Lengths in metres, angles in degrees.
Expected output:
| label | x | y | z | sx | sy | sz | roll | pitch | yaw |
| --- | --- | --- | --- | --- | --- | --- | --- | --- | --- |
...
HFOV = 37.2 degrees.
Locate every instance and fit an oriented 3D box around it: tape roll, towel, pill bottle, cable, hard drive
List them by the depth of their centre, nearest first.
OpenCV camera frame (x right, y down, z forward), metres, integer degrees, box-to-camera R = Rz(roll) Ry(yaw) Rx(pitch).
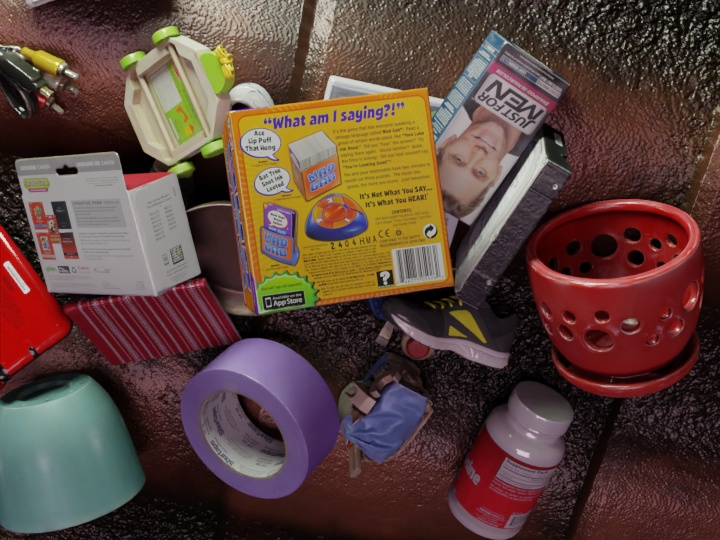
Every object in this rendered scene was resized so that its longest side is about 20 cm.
| label | x | y | z | sx | sy | sz | roll | pitch | yaw |
| --- | --- | --- | --- | --- | --- | --- | --- | --- | --- |
| hard drive | 0.176 | -0.066 | 1.263 | 0.038 | 0.140 | 0.200 | 28 | 116 | -7 |
| cable | -0.435 | -0.263 | 1.303 | 0.200 | 0.050 | 0.097 | 41 | 131 | 0 |
| towel | -0.272 | 0.067 | 1.410 | 0.200 | 0.023 | 0.145 | -10 | 143 | 11 |
| tape roll | -0.134 | 0.196 | 1.416 | 0.200 | 0.085 | 0.200 | 16 | 124 | 25 |
| pill bottle | 0.203 | 0.251 | 1.428 | 0.112 | 0.112 | 0.200 | 22 | 116 | -4 |

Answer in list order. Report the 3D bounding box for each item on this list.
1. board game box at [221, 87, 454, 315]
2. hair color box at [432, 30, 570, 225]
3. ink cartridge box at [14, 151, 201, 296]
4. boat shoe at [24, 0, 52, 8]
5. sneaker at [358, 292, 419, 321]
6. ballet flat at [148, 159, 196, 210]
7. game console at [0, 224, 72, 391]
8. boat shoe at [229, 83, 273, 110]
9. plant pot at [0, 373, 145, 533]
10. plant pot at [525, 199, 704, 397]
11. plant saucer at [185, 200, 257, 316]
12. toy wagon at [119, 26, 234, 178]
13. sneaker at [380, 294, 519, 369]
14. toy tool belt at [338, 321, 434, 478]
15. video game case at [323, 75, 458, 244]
| label | x | y | z | sx | sy | sz | roll | pitch | yaw |
| --- | --- | --- | --- | --- | --- | --- | --- | --- | --- |
| board game box | -0.032 | -0.069 | 1.131 | 0.200 | 0.200 | 0.200 | -8 | 92 | -9 |
| hair color box | 0.140 | -0.163 | 1.237 | 0.100 | 0.061 | 0.200 | 28 | 107 | -21 |
| ink cartridge box | -0.309 | -0.065 | 1.299 | 0.200 | 0.084 | 0.176 | 2 | 111 | 36 |
| boat shoe | -0.303 | -0.345 | 1.227 | 0.200 | 0.074 | 0.065 | -5 | 120 | 20 |
| sneaker | 0.000 | 0.000 | 1.332 | 0.070 | 0.078 | 0.200 | -48 | 142 | 5 |
| ballet flat | -0.251 | -0.057 | 1.360 | 0.066 | 0.057 | 0.200 | 15 | 116 | -2 |
| game console | -0.500 | 0.054 | 1.432 | 0.172 | 0.119 | 0.200 | -37 | 87 | -10 |
| boat shoe | -0.106 | -0.128 | 1.296 | 0.073 | 0.065 | 0.200 | -28 | 109 | 18 |
| plant pot | -0.408 | 0.235 | 1.450 | 0.200 | 0.201 | 0.161 | -8 | 103 | 10 |
| plant pot | 0.304 | 0.038 | 1.268 | 0.200 | 0.201 | 0.183 | -7 | 118 | 10 |
| plant saucer | -0.154 | -0.020 | 1.352 | 0.200 | 0.035 | 0.200 | 4 | 137 | 4 |
| toy wagon | -0.202 | -0.203 | 1.244 | 0.200 | 0.040 | 0.155 | -23 | 90 | 42 |
| sneaker | 0.115 | 0.058 | 1.356 | 0.200 | 0.074 | 0.085 | 20 | 98 | -30 |
| toy tool belt | 0.040 | 0.172 | 1.401 | 0.125 | 0.123 | 0.200 | 27 | 115 | -7 |
| video game case | 0.038 | -0.125 | 1.280 | 0.200 | 0.023 | 0.182 | 9 | 112 | -15 |
